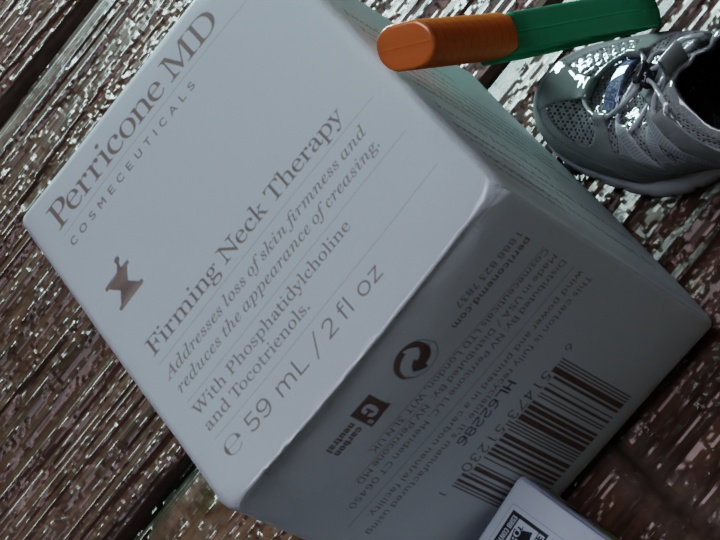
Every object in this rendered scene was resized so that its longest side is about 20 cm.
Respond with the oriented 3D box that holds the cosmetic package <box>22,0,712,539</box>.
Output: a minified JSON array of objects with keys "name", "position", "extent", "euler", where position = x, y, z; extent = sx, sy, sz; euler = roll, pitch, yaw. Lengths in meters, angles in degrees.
[{"name":"cosmetic package","position":[0.000,0.000,1.009],"extent":[0.167,0.166,0.200],"euler":[-51,48,10]}]

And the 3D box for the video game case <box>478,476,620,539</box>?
[{"name":"video game case","position":[0.077,0.210,0.932],"extent":[0.181,0.045,0.200],"euler":[34,91,44]}]

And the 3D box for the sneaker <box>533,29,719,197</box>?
[{"name":"sneaker","position":[0.141,-0.077,0.992],"extent":[0.200,0.082,0.075],"euler":[4,71,48]}]

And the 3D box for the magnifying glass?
[{"name":"magnifying glass","position":[0.063,-0.099,0.995],"extent":[0.079,0.200,0.022],"euler":[-11,94,29]}]
